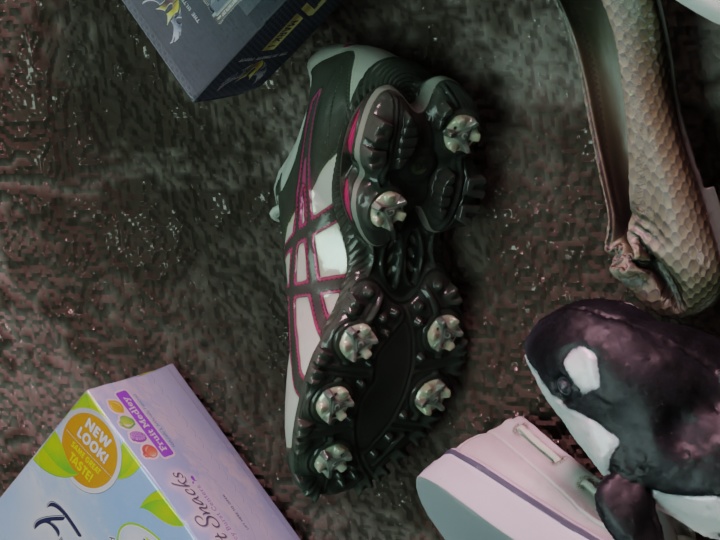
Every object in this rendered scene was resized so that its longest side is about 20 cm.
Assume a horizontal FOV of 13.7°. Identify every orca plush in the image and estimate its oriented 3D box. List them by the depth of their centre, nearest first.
[{"bbox_3d":[0.152,0.076,1.147,0.200,0.105,0.071,53,149,14],"label":"orca plush"}]

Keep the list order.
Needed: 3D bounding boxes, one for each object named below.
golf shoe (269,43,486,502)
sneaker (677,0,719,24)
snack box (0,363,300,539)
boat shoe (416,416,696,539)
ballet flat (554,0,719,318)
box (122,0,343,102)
[{"bbox_3d":[0.000,0.000,1.293,0.088,0.077,0.201,37,122,49],"label":"golf shoe"},{"bbox_3d":[0.121,-0.189,1.130,0.200,0.075,0.105,56,134,18],"label":"sneaker"},{"bbox_3d":[-0.111,0.171,1.417,0.169,0.068,0.200,52,126,17],"label":"snack box"},{"bbox_3d":[0.106,0.118,1.211,0.200,0.066,0.072,30,151,49],"label":"boat shoe"},{"bbox_3d":[0.098,-0.076,1.185,0.067,0.046,0.201,-167,59,-81],"label":"ballet flat"},{"bbox_3d":[-0.066,-0.195,1.235,0.158,0.051,0.200,-45,73,34],"label":"box"}]
